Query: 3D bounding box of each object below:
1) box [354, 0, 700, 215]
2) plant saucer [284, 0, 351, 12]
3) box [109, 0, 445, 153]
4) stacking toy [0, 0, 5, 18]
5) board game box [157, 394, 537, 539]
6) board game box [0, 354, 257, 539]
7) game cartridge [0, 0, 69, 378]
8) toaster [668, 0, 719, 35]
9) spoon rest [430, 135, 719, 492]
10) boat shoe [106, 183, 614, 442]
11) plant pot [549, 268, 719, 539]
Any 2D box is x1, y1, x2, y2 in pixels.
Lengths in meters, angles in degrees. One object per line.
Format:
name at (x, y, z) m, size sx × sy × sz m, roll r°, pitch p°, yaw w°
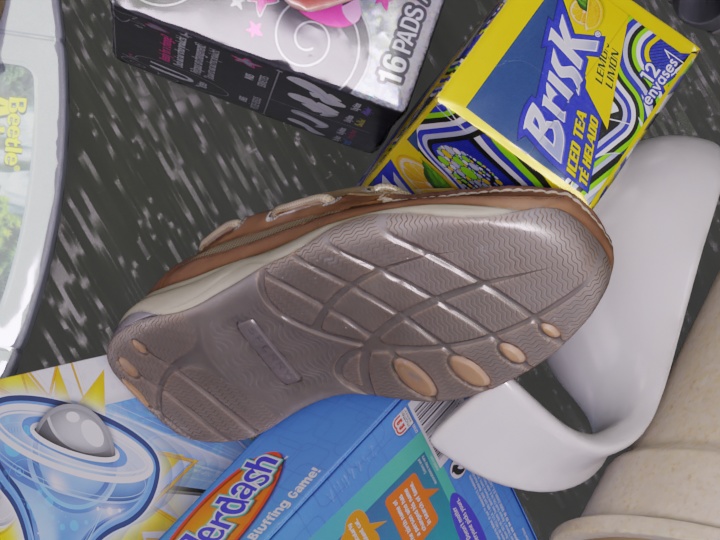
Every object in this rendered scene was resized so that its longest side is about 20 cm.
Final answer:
box at (0.048, -0.042, 0.946) m, size 0.064 × 0.200 × 0.070 m, roll 36°, pitch 74°, yaw -1°
plant saucer at (0.034, -0.196, 0.898) m, size 0.199 × 0.037 × 0.200 m, roll -18°, pitch 78°, yaw -11°
box at (-0.010, -0.161, 0.985) m, size 0.114 × 0.132 × 0.201 m, roll 19°, pitch 84°, yaw -3°
stacking toy at (-0.228, -0.126, 0.966) m, size 0.199 × 0.085 × 0.086 m, roll 10°, pitch 85°, yaw 3°
board game box at (-0.018, 0.141, 0.939) m, size 0.200 × 0.045 × 0.152 m, roll -45°, pitch 128°, yaw -27°
board game box at (-0.082, 0.097, 0.956) m, size 0.199 × 0.034 × 0.136 m, roll -13°, pitch 88°, yaw -43°
game cartridge at (-0.178, -0.036, 1.013) m, size 0.132 × 0.041 × 0.201 m, roll 8°, pitch 86°, yaw -8°
toaster at (0.192, -0.179, 1.016) m, size 0.128 × 0.114 × 0.201 m, roll 5°, pitch 84°, yaw -8°
spoon rest at (0.084, 0.017, 0.960) m, size 0.061 × 0.200 × 0.099 m, roll 43°, pitch 126°, yaw -7°
boat shoe at (0.000, 0.000, 0.896) m, size 0.076 × 0.199 × 0.072 m, roll 56°, pitch 43°, yaw -26°
plant pot at (0.190, 0.049, 0.974) m, size 0.200 × 0.200 × 0.184 m, roll 22°, pitch 73°, yaw -3°
